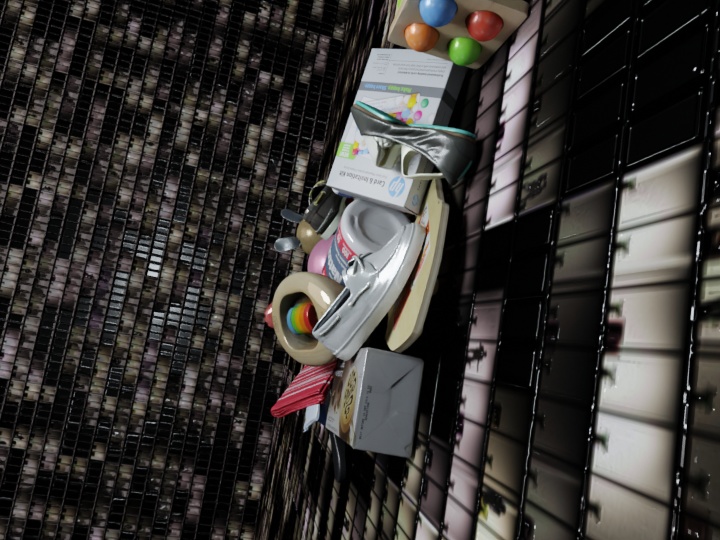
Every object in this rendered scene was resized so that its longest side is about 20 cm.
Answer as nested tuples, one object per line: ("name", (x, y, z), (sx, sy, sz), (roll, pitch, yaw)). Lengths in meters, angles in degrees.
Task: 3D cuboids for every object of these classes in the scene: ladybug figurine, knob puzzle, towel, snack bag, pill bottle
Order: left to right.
("ladybug figurine", (-0.068, 0.069, 0.824), (0.197, 0.070, 0.141), (-8, 95, 53))
("snack bag", (-0.087, 0.229, 1.175), (0.189, 0.021, 0.207), (122, 157, -65))
("towel", (-0.057, 0.159, 0.919), (0.143, 0.023, 0.201), (-30, 14, 42))
("pill bottle", (0.000, 0.000, 0.867), (0.203, 0.115, 0.123), (115, 163, -46))
("knob puzzle", (0.074, 0.012, 0.665), (0.220, 0.029, 0.228), (-162, 89, -84))

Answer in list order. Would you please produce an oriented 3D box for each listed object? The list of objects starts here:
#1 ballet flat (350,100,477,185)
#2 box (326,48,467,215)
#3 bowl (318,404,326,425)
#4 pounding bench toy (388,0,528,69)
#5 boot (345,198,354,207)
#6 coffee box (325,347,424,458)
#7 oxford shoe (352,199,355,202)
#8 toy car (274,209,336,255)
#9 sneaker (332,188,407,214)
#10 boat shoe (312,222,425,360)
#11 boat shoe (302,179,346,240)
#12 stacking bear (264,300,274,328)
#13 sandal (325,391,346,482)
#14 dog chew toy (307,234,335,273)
("ballet flat", (0.050, -0.152, 0.667), (0.197, 0.067, 0.071), (30, 105, 40))
("box", (0.046, -0.193, 0.749), (0.153, 0.041, 0.207), (21, 93, 42))
("bowl", (-0.070, 0.241, 1.236), (0.200, 0.038, 0.209), (-169, 89, -80))
("pounding bench toy", (0.102, -0.319, 0.642), (0.200, 0.120, 0.162), (157, 123, -78))
("boot", (0.013, -0.169, 1.038), (0.201, 0.070, 0.149), (-58, -13, -68))
("coffee box", (0.013, 0.169, 0.737), (0.200, 0.077, 0.118), (145, 136, -75))
("oxford shoe", (0.034, -0.127, 0.951), (0.203, 0.056, 0.076), (-61, -31, -32))
("toy car", (-0.093, -0.066, 1.243), (0.159, 0.192, 0.169), (118, 161, -55))
("sneaker", (0.060, -0.158, 0.844), (0.197, 0.114, 0.082), (-36, 37, 31))
("boat shoe", (0.006, 0.018, 0.682), (0.202, 0.067, 0.073), (-55, 11, 28))
("boat shoe", (-0.059, -0.125, 0.963), (0.072, 0.060, 0.203), (-49, 17, 23))
("stacking bear", (-0.101, 0.096, 1.001), (0.114, 0.122, 0.200), (-45, 10, -7))
("sandal", (-0.036, 0.282, 1.022), (0.076, 0.043, 0.207), (110, 154, -61))
("dog chew toy", (-0.018, -0.018, 1.019), (0.198, 0.121, 0.129), (-28, 49, 56))
